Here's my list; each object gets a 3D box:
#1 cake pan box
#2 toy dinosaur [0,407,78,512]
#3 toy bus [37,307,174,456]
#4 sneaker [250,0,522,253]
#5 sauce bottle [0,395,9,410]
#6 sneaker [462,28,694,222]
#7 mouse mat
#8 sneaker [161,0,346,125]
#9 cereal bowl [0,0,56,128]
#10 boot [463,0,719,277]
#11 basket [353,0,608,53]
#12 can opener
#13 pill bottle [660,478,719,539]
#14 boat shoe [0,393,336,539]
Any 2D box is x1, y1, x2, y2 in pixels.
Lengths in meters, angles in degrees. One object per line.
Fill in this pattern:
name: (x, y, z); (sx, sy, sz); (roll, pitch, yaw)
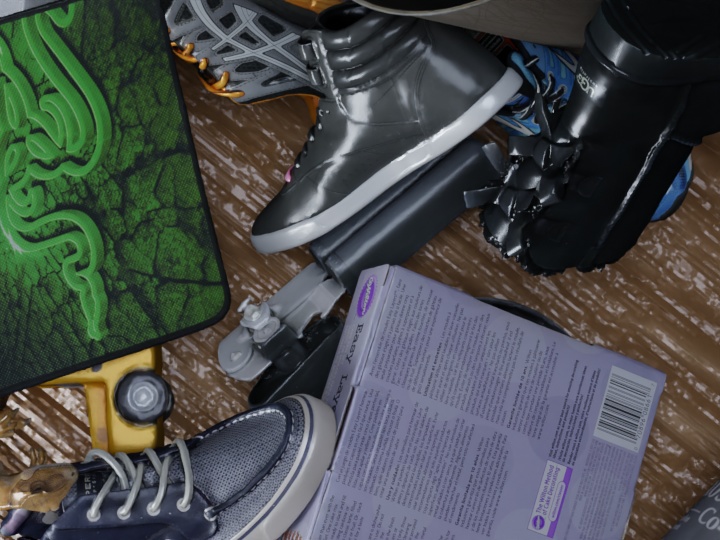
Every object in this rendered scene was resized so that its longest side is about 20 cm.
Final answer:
cake pan box: (0.060, 0.112, 1.412); (0.184, 0.052, 0.200); (20, 79, -22)
toy dinosaur: (-0.229, 0.126, 1.407); (0.060, 0.200, 0.106); (27, 52, -28)
toy bus: (-0.148, 0.005, 1.446); (0.078, 0.065, 0.201); (-2, 85, -1)
sneaker: (-0.010, -0.088, 1.414); (0.200, 0.071, 0.099); (-34, 99, 37)
sauce bottle: (-0.294, 0.038, 1.444); (0.200, 0.066, 0.066); (7, 85, 2)
sneaker: (0.097, -0.094, 1.438); (0.200, 0.090, 0.078); (40, 112, 6)
mouse mat: (-0.161, -0.041, 1.367); (0.161, 0.008, 0.200); (-19, 109, -17)
sneaker: (-0.074, -0.133, 1.435); (0.200, 0.078, 0.077); (16, 97, -22)
cereal bowl: (-0.243, -0.129, 1.429); (0.200, 0.083, 0.201); (-7, 75, 28)
boot: (0.164, -0.070, 1.361); (0.198, 0.163, 0.073); (-3, 48, -33)
basket: (0.099, -0.181, 1.342); (0.180, 0.200, 0.136); (-11, 77, 32)
can opener: (0.000, 0.000, 1.465); (0.200, 0.053, 0.066); (-44, 122, -2)
pill bottle: (0.242, 0.152, 1.417); (0.116, 0.116, 0.200); (44, 84, 2)
boat shoe: (-0.109, 0.122, 1.382); (0.093, 0.075, 0.200); (28, 123, -35)
